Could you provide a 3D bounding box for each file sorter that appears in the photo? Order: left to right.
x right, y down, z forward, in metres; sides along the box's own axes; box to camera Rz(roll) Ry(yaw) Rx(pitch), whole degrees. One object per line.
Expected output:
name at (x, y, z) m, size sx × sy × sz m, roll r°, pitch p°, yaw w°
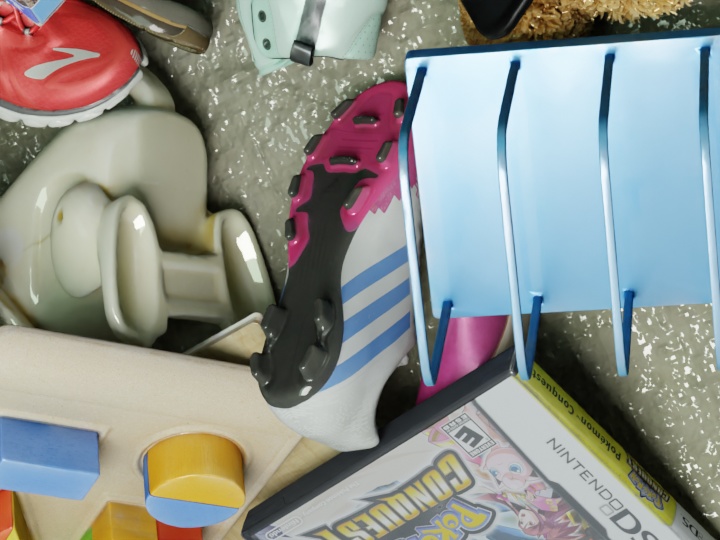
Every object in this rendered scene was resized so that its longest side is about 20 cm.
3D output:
file sorter at (0.121, -0.027, 1.279) m, size 0.199 × 0.123 × 0.139 m, roll -3°, pitch 112°, yaw 9°

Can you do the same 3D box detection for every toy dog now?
toy dog at (-0.177, -0.008, 1.494) m, size 0.199 × 0.139 × 0.195 m, roll -18°, pitch 86°, yaw 33°

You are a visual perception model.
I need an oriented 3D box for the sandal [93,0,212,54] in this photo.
sandal at (-0.158, -0.186, 1.467) m, size 0.200 × 0.082 × 0.055 m, roll 33°, pitch 97°, yaw 15°

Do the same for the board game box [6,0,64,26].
board game box at (-0.210, -0.239, 1.322) m, size 0.159 × 0.200 × 0.097 m, roll 38°, pitch 81°, yaw 26°

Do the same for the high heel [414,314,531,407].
high heel at (0.050, 0.001, 1.408) m, size 0.096 × 0.067 × 0.201 m, roll 31°, pitch 105°, yaw 14°

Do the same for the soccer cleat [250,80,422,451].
soccer cleat at (0.000, 0.000, 1.405) m, size 0.070 × 0.201 × 0.086 m, roll -3°, pitch 148°, yaw 38°

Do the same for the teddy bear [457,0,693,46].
teddy bear at (0.111, -0.176, 1.321) m, size 0.200 × 0.067 × 0.145 m, roll -31°, pitch 86°, yaw 32°

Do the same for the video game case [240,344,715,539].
video game case at (0.068, 0.147, 1.419) m, size 0.200 × 0.026 × 0.181 m, roll -34°, pitch 113°, yaw 32°

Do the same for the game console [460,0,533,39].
game console at (0.040, -0.243, 1.269) m, size 0.116 × 0.176 × 0.200 m, roll -32°, pitch 53°, yaw 8°

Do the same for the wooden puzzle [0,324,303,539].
wooden puzzle at (-0.142, 0.119, 1.421) m, size 0.200 × 0.184 × 0.046 m, roll -56°, pitch 32°, yaw 41°

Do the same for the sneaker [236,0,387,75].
sneaker at (-0.075, -0.165, 1.421) m, size 0.200 × 0.074 × 0.119 m, roll 14°, pitch 104°, yaw 23°

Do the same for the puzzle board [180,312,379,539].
puzzle board at (-0.042, 0.115, 1.472) m, size 0.150 × 0.017 × 0.200 m, roll -28°, pitch 118°, yaw 35°

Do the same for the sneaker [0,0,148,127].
sneaker at (-0.209, -0.142, 1.447) m, size 0.199 × 0.077 × 0.085 m, roll 23°, pitch 160°, yaw 15°
